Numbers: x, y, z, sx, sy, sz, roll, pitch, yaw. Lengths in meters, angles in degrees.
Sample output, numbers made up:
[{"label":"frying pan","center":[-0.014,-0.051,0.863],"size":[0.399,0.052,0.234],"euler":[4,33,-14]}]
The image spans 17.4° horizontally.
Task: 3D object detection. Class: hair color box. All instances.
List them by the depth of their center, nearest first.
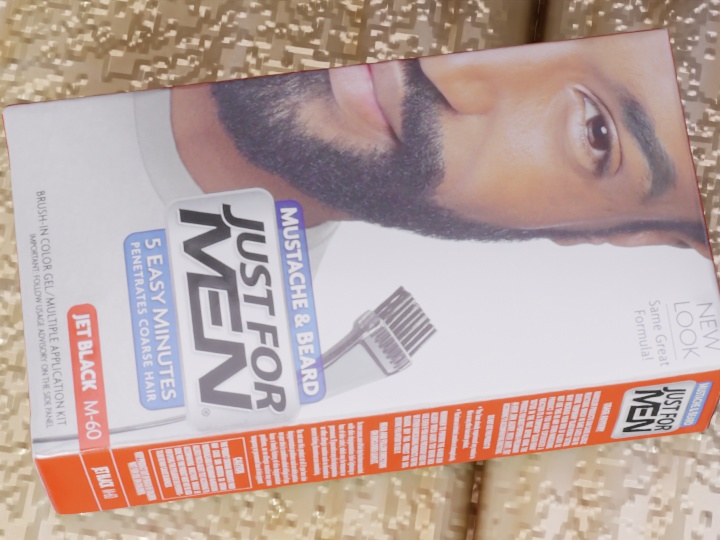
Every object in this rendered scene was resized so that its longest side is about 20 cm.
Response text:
[{"label":"hair color box","center":[0.000,0.000,0.694],"size":[0.199,0.064,0.111],"euler":[-7,69,-4]}]
